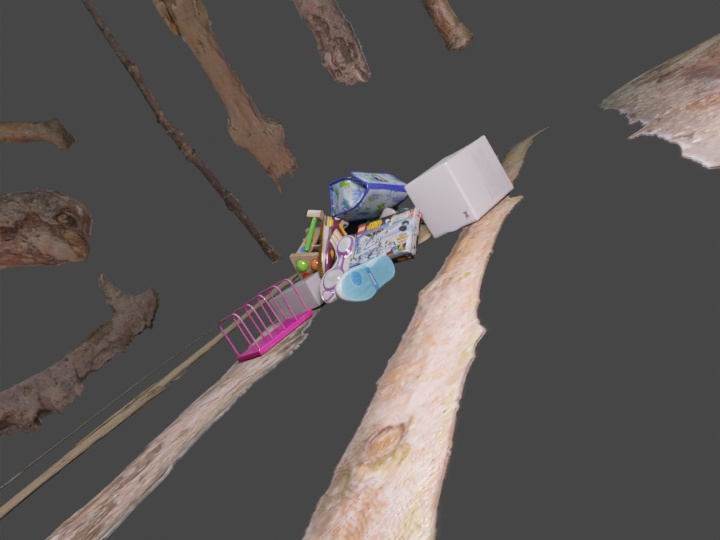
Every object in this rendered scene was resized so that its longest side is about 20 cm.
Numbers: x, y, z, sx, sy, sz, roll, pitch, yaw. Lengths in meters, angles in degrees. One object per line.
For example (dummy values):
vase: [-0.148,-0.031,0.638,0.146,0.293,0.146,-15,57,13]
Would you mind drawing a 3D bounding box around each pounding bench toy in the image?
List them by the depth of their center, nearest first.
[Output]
pounding bench toy: [-0.137,-0.066,1.686,0.123,0.202,0.157,-2,41,28]

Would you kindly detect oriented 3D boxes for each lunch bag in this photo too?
lunch bag: [0.027,-0.224,1.604,0.168,0.130,0.199,-4,-1,-36]

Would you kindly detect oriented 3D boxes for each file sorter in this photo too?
file sorter: [-0.258,0.129,1.471,0.199,0.126,0.138,-38,9,-40]

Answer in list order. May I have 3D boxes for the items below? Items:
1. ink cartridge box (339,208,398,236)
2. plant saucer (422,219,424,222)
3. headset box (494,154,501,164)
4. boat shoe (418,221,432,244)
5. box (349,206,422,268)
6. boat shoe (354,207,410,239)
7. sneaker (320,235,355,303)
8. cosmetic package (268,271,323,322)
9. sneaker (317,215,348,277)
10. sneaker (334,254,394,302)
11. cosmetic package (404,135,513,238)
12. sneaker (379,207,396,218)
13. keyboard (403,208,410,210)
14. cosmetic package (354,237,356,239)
ink cartridge box: [0.026,-0.166,1.753,0.197,0.096,0.037,-6,-6,22]
plant saucer: [0.218,-0.154,1.731,0.198,0.037,0.200,-28,8,29]
headset box: [0.361,-0.296,1.741,0.172,0.094,0.200,-20,10,11]
boat shoe: [0.151,-0.110,1.566,0.073,0.070,0.199,-37,8,-35]
box: [0.066,-0.078,1.447,0.198,0.040,0.139,-14,52,39]
boat shoe: [0.077,-0.121,1.670,0.198,0.061,0.076,-25,35,-10]
sneaker: [-0.046,0.008,1.523,0.074,0.100,0.202,12,68,27]
cosmetic package: [-0.169,0.075,1.633,0.199,0.086,0.107,-28,6,42]
sneaker: [-0.073,-0.068,1.582,0.089,0.203,0.075,9,-28,-13]
sneaker: [-0.017,0.036,1.271,0.130,0.080,0.199,-23,1,41]
cosmetic package: [0.262,-0.219,1.443,0.199,0.168,0.167,-38,10,-37]
sneaker: [0.086,-0.086,1.550,0.202,0.073,0.082,-93,23,-47]
keyboard: [0.112,-0.155,1.820,0.125,0.021,0.200,2,-21,-23]
cosmetic package: [0.024,-0.072,1.748,0.100,0.072,0.200,-5,19,29]
